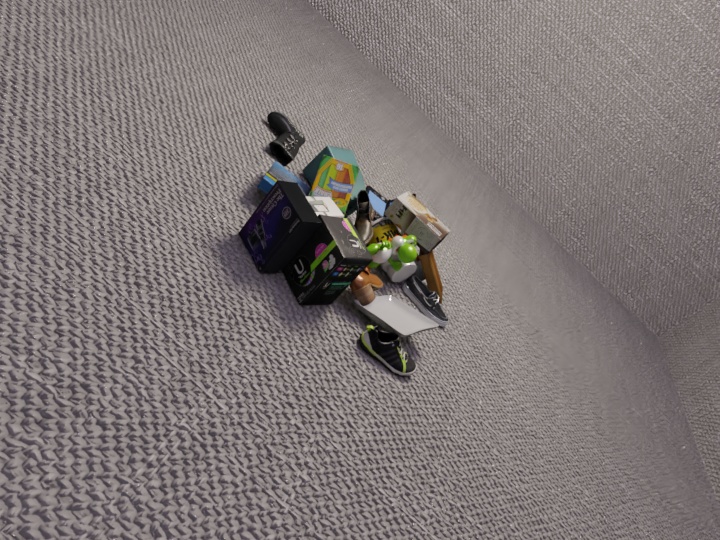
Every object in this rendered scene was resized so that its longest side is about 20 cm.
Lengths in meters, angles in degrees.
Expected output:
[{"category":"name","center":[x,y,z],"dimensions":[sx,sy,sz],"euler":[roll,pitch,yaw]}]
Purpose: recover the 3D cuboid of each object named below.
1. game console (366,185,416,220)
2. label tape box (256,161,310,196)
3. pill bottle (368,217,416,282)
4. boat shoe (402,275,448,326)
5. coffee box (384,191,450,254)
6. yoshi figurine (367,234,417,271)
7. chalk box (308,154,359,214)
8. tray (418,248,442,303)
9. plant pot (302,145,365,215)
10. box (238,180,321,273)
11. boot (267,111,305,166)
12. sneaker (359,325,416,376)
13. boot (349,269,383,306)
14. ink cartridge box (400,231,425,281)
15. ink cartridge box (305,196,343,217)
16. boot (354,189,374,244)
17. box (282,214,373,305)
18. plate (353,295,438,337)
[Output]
[{"category":"game console","center":[0.105,-0.265,2.071],"dimensions":[0.172,0.119,0.201],"euler":[37,30,-13]},{"category":"label tape box","center":[-0.234,-0.239,1.645],"dimensions":[0.144,0.063,0.200],"euler":[37,21,-13]},{"category":"pill bottle","center":[0.101,-0.068,1.824],"dimensions":[0.114,0.114,0.201],"euler":[5,47,-48]},{"category":"boat shoe","center":[0.231,0.100,1.822],"dimensions":[0.200,0.068,0.072],"euler":[46,30,2]},{"category":"coffee box","center":[0.189,-0.159,1.811],"dimensions":[0.200,0.080,0.114],"euler":[45,32,7]},{"category":"yoshi figurine","center":[0.093,-0.048,1.703],"dimensions":[0.112,0.198,0.113],"euler":[153,-83,-82]},{"category":"chalk box","center":[-0.093,-0.236,1.717],"dimensions":[0.124,0.202,0.124],"euler":[17,-9,-3]},{"category":"tray","center":[0.245,0.007,1.882],"dimensions":[0.099,0.037,0.201],"euler":[-73,148,-57]},{"category":"plant pot","center":[-0.072,-0.299,1.878],"dimensions":[0.141,0.141,0.201],"euler":[-5,63,-53]},{"category":"box","center":[-0.210,-0.109,1.401],"dimensions":[0.079,0.200,0.142],"euler":[-5,55,-53]},{"category":"boot","center":[-0.281,-0.463,1.901],"dimensions":[0.164,0.066,0.201],"euler":[36,35,-12]},{"category":"sneaker","center":[0.087,0.217,1.484],"dimensions":[0.199,0.083,0.072],"euler":[33,32,-20]},{"category":"boot","center":[0.000,0.000,1.583],"dimensions":[0.156,0.073,0.200],"euler":[63,10,-12]},{"category":"ink cartridge box","center":[0.168,-0.073,1.896],"dimensions":[0.200,0.047,0.161],"euler":[52,14,-54]},{"category":"ink cartridge box","center":[-0.163,-0.130,1.542],"dimensions":[0.084,0.146,0.199],"euler":[53,30,18]},{"category":"boot","center":[0.002,-0.171,1.770],"dimensions":[0.201,0.074,0.097],"euler":[-83,163,-46]},{"category":"box","center":[-0.093,-0.025,1.442],"dimensions":[0.124,0.200,0.149],"euler":[2,50,-50]},{"category":"plate","center":[0.102,0.137,1.595],"dimensions":[0.199,0.033,0.199],"euler":[31,21,32]}]
